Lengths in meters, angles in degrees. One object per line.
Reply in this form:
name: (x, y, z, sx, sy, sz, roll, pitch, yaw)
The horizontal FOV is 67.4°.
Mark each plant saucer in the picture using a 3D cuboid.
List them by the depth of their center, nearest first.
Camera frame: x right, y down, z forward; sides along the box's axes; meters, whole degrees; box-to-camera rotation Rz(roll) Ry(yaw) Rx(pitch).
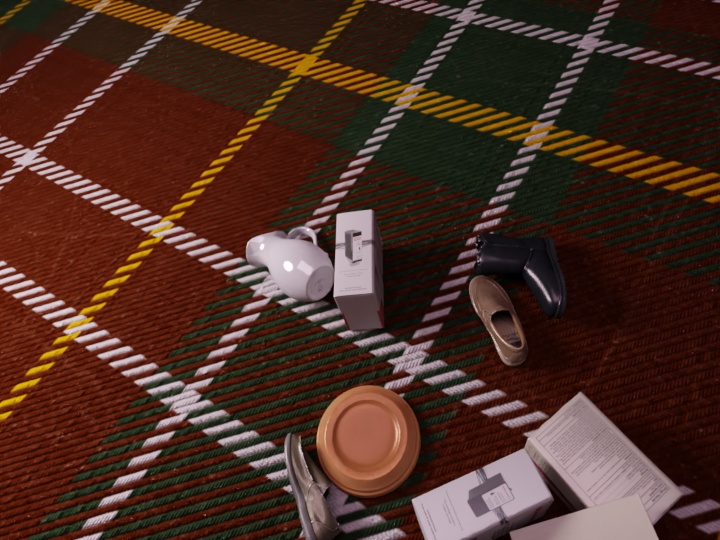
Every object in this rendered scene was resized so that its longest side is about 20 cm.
plant saucer: (0.012, 0.306, 0.992, 0.195, 0.038, 0.204, -5, 57, 8)

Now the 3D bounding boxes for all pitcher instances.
pitcher: (-0.131, -0.027, 1.191, 0.170, 0.123, 0.198, -34, 46, -29)

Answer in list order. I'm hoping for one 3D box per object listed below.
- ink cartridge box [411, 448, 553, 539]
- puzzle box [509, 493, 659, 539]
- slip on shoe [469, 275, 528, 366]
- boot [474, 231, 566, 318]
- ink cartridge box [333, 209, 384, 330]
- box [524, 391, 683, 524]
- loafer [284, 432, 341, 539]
ink cartridge box: (0.189, 0.375, 0.851, 0.196, 0.148, 0.084, -22, 55, -5)
puzzle box: (0.327, 0.414, 0.766, 0.197, 0.025, 0.135, -26, 63, 19)
slip on shoe: (0.271, 0.087, 1.065, 0.074, 0.061, 0.203, -15, 57, 1)
boot: (0.314, 0.007, 1.089, 0.164, 0.077, 0.203, 2, 51, 2)
ink cartridge box: (0.000, 0.000, 1.120, 0.081, 0.148, 0.204, -6, 56, 9)
box: (0.377, 0.324, 0.868, 0.127, 0.110, 0.201, -34, 59, -11)
loafer: (-0.086, 0.381, 0.950, 0.068, 0.076, 0.203, -15, 60, -13)
